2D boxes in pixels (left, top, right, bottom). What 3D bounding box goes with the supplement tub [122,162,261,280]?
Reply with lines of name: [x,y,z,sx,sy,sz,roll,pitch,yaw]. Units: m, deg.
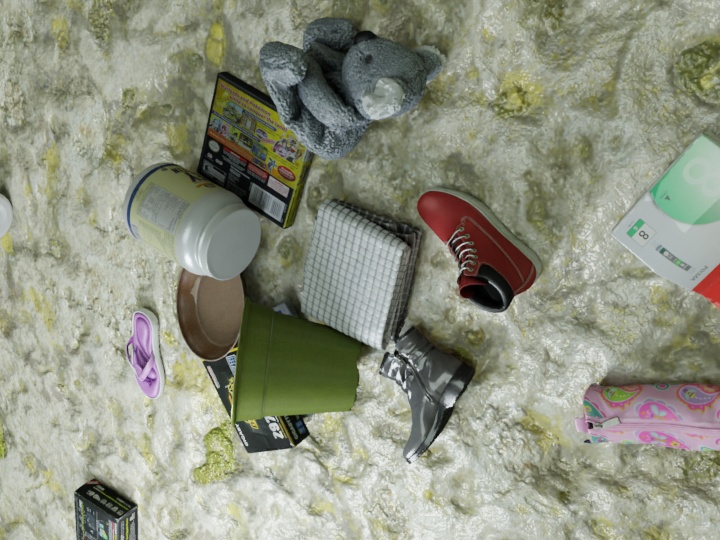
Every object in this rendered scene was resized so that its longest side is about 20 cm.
supplement tub: [-0.276,-0.080,1.264,0.199,0.145,0.146,27,122,28]

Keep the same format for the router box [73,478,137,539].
router box: [-0.599,0.612,1.815,0.149,0.062,0.202,22,119,26]

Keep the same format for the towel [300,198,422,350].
towel: [0.000,0.000,1.165,0.165,0.085,0.201,26,122,25]

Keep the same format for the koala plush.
koala plush: [0.005,-0.244,1.019,0.199,0.177,0.185,-3,119,34]

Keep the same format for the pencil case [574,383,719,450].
pencil case: [0.382,0.187,0.983,0.199,0.087,0.088,-4,106,34]

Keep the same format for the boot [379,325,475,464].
boot: [0.082,0.191,1.196,0.131,0.070,0.201,32,111,16]

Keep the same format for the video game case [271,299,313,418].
video game case: [-0.128,0.164,1.353,0.143,0.018,0.201,-26,93,38]

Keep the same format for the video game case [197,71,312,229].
video game case: [-0.168,-0.192,1.234,0.199,0.025,0.182,33,124,20]

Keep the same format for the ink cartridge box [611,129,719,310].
ink cartridge box: [0.420,-0.039,0.892,0.200,0.050,0.161,44,126,14]

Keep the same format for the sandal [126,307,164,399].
sandal: [-0.441,0.171,1.543,0.082,0.050,0.204,14,116,29]

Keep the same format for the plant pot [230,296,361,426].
plant pot: [-0.099,0.152,1.212,0.188,0.200,0.202,7,117,-5]

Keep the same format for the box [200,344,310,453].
box: [-0.191,0.227,1.383,0.159,0.049,0.201,-20,97,46]

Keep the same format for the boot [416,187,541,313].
boot: [0.135,-0.030,1.023,0.200,0.144,0.073,40,127,16]

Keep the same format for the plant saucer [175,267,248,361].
plant saucer: [-0.255,0.057,1.354,0.199,0.036,0.202,0,91,44]

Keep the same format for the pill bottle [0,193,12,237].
pill bottle: [-0.855,-0.139,1.657,0.199,0.111,0.112,20,118,25]
